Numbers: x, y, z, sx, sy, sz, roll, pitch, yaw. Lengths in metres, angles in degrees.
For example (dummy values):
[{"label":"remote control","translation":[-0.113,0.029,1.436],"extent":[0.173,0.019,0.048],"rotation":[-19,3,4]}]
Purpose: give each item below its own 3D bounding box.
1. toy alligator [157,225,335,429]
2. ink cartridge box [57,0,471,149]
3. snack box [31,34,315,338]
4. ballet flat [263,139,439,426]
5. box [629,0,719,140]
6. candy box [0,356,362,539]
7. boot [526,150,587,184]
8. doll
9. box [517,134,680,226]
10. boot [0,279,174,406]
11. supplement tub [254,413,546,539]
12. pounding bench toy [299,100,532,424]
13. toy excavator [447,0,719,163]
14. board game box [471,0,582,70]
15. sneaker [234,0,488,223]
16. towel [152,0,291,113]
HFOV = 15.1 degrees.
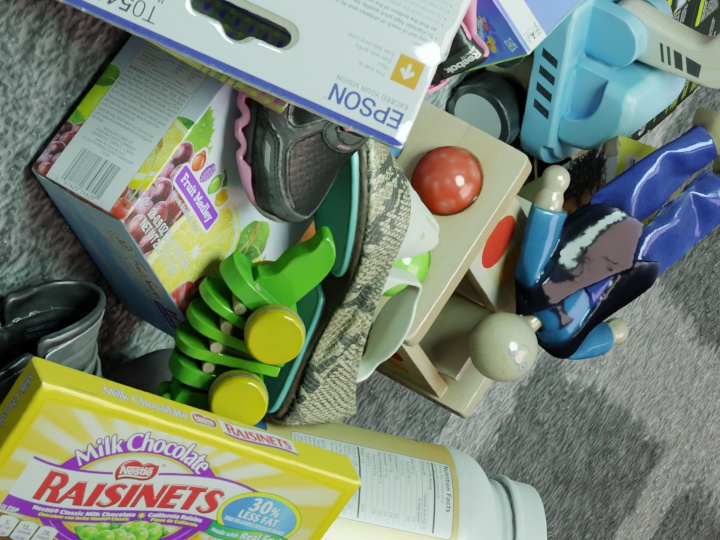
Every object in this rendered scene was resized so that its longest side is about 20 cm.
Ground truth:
[{"label":"toy alligator","translation":[-0.077,0.055,1.385],"extent":[0.200,0.054,0.059],"rotation":[-60,-161,24]},{"label":"ink cartridge box","translation":[-0.027,-0.183,1.231],"extent":[0.201,0.199,0.041],"rotation":[-64,-160,7]},{"label":"snack box","translation":[-0.063,-0.078,1.393],"extent":[0.200,0.068,0.169],"rotation":[-56,156,-14]},{"label":"ballet flat","translation":[0.000,0.000,1.436],"extent":[0.075,0.068,0.201],"rotation":[1,128,-23]},{"label":"box","translation":[0.206,-0.186,1.840],"extent":[0.193,0.047,0.201],"rotation":[-37,148,-38]},{"label":"candy box","translation":[-0.104,0.112,1.355],"extent":[0.200,0.026,0.102],"rotation":[20,113,-35]},{"label":"boot","translation":[0.137,-0.037,1.810],"extent":[0.200,0.073,0.076],"rotation":[79,22,-43]},{"label":"doll","translation":[0.138,-0.011,1.554],"extent":[0.200,0.048,0.137],"rotation":[-40,130,-11]},{"label":"box","translation":[0.126,-0.019,1.697],"extent":[0.200,0.050,0.076],"rotation":[-31,-134,60]},{"label":"boot","translation":[-0.140,0.058,1.386],"extent":[0.200,0.070,0.132],"rotation":[-35,145,-45]},{"label":"supplement tub","translation":[-0.010,0.160,1.520],"extent":[0.145,0.199,0.145],"rotation":[-167,-90,-75]},{"label":"pounding bench toy","translation":[0.007,0.013,1.561],"extent":[0.200,0.124,0.156],"rotation":[-57,156,-10]},{"label":"toy excavator","translation":[0.170,-0.133,1.632],"extent":[0.100,0.200,0.195],"rotation":[-38,148,-42]},{"label":"board game box","translation":[0.097,-0.184,1.521],"extent":[0.200,0.134,0.045],"rotation":[-46,110,-30]},{"label":"sneaker","translation":[0.012,-0.107,1.318],"extent":[0.079,0.095,0.201],"rotation":[12,105,-63]},{"label":"towel","translation":[-0.042,-0.189,1.259],"extent":[0.200,0.143,0.023],"rotation":[-61,-159,4]}]
